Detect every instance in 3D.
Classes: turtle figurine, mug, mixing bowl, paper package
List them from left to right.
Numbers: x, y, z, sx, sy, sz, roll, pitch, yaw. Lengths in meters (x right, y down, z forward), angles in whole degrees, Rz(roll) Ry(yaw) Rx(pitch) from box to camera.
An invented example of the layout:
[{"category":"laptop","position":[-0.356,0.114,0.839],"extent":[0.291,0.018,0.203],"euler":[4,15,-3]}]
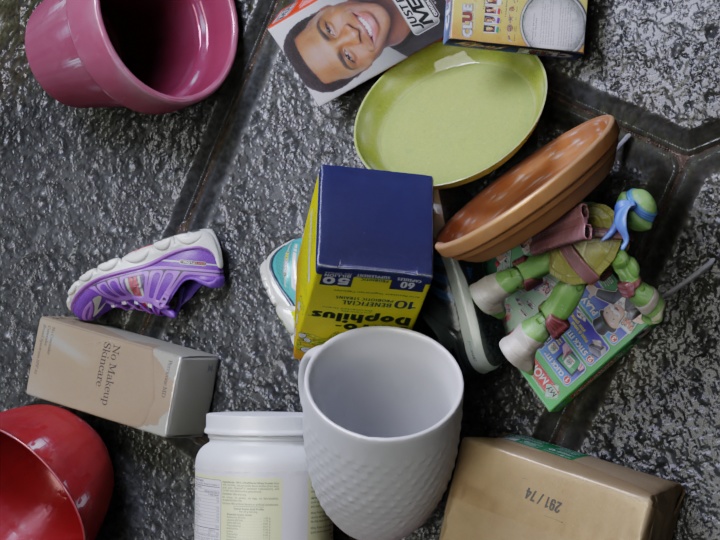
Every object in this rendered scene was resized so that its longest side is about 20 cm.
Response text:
[{"category":"mixing bowl","position":[-0.346,0.224,1.741],"extent":[0.199,0.108,0.201],"euler":[21,131,27]},{"category":"mug","position":[0.004,0.151,1.494],"extent":[0.200,0.147,0.176],"euler":[43,145,37]},{"category":"paper package","position":[0.181,0.265,1.475],"extent":[0.199,0.103,0.192],"euler":[14,93,29]},{"category":"turtle figurine","position":[0.212,0.001,1.453],"extent":[0.194,0.200,0.144],"euler":[-39,94,21]}]

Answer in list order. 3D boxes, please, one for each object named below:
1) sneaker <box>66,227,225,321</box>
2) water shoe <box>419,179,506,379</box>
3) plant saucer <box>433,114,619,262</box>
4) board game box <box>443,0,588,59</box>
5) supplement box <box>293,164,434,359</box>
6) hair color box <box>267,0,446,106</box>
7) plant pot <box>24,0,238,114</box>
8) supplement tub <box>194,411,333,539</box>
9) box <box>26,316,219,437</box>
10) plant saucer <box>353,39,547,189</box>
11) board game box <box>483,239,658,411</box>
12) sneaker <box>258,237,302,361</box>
[{"category":"sneaker","position":[-0.238,0.020,1.732],"extent":[0.199,0.080,0.084],"euler":[-21,83,25]},{"category":"water shoe","position":[0.078,0.008,1.531],"extent":[0.079,0.071,0.202],"euler":[-22,75,31]},{"category":"plant saucer","position":[0.156,-0.068,1.429],"extent":[0.200,0.200,0.038],"euler":[-34,99,23]},{"category":"board game box","position":[0.154,-0.311,1.515],"extent":[0.134,0.035,0.202],"euler":[5,87,-7]},{"category":"supplement box","position":[0.000,0.000,1.509],"extent":[0.108,0.200,0.110],"euler":[5,62,-7]},{"category":"hair color box","position":[0.017,-0.259,1.592],"extent":[0.199,0.061,0.102],"euler":[-27,110,26]},{"category":"plant pot","position":[-0.261,-0.258,1.706],"extent":[0.178,0.199,0.202],"euler":[-11,82,43]},{"category":"supplement tub","position":[-0.098,0.247,1.603],"extent":[0.144,0.145,0.202],"euler":[-1,87,28]},{"category":"box","position":[-0.262,0.116,1.738],"extent":[0.199,0.078,0.096],"euler":[12,92,29]},{"category":"plant saucer","position":[0.090,-0.150,1.541],"extent":[0.199,0.031,0.201],"euler":[-14,48,15]},{"category":"board game box","position":[0.177,0.017,1.532],"extent":[0.135,0.029,0.201],"euler":[-43,69,20]},{"category":"sneaker","position":[-0.033,0.053,1.622],"extent":[0.079,0.077,0.201],"euler":[-35,72,13]}]
